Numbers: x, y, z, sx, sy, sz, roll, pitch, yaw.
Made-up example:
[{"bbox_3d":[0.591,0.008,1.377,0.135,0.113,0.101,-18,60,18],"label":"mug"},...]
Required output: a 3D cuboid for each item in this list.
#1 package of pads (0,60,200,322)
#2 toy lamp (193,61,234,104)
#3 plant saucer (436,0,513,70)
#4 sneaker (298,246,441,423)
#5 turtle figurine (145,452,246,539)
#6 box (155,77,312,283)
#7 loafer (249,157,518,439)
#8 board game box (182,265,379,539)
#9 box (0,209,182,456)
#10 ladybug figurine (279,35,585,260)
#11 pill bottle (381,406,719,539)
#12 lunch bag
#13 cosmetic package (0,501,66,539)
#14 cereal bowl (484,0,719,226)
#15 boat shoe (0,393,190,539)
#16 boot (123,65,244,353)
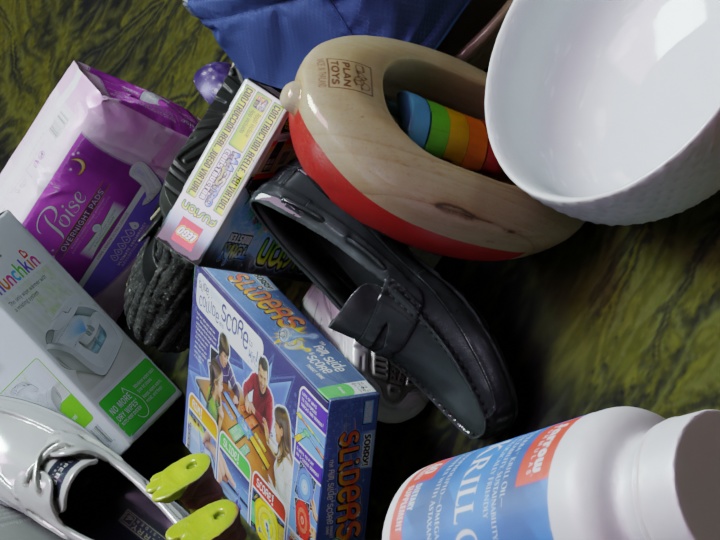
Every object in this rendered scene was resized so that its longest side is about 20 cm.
[{"bbox_3d":[-0.198,-0.039,1.893,0.200,0.120,0.076,-56,36,14],"label":"package of pads"},{"bbox_3d":[-0.035,-0.187,1.827,0.200,0.058,0.058,-49,38,22],"label":"toy lamp"},{"bbox_3d":[0.058,-0.176,1.688,0.200,0.029,0.201,-35,32,26],"label":"plant saucer"},{"bbox_3d":[0.000,0.000,1.651,0.099,0.078,0.201,-17,55,51],"label":"sneaker"},{"bbox_3d":[-0.070,0.197,1.581,0.064,0.162,0.200,-16,36,4],"label":"turtle figurine"},{"bbox_3d":[-0.045,-0.051,1.646,0.035,0.200,0.110,33,99,19],"label":"box"},{"bbox_3d":[0.012,0.020,1.550,0.201,0.070,0.068,52,147,11],"label":"loafer"},{"bbox_3d":[-0.052,0.091,1.641,0.200,0.034,0.136,45,136,53],"label":"board game box"},{"bbox_3d":[-0.257,0.095,1.822,0.200,0.177,0.097,-44,1,28],"label":"box"},{"bbox_3d":[0.038,-0.063,1.536,0.072,0.199,0.136,-50,29,37],"label":"ladybug figurine"},{"bbox_3d":[0.114,0.132,1.385,0.200,0.112,0.113,-23,52,44],"label":"pill bottle"},{"bbox_3d":[-0.020,-0.197,1.637,0.200,0.132,0.136,-8,39,51],"label":"lunch bag"},{"bbox_3d":[-0.223,0.221,1.719,0.200,0.090,0.107,37,118,28],"label":"cosmetic package"},{"bbox_3d":[0.168,-0.112,1.483,0.200,0.083,0.201,-27,48,35],"label":"cereal bowl"},{"bbox_3d":[-0.179,0.132,1.702,0.199,0.065,0.074,27,76,14],"label":"boat shoe"},{"bbox_3d":[-0.080,-0.057,1.786,0.211,0.079,0.158,-49,-12,-33],"label":"boot"}]
